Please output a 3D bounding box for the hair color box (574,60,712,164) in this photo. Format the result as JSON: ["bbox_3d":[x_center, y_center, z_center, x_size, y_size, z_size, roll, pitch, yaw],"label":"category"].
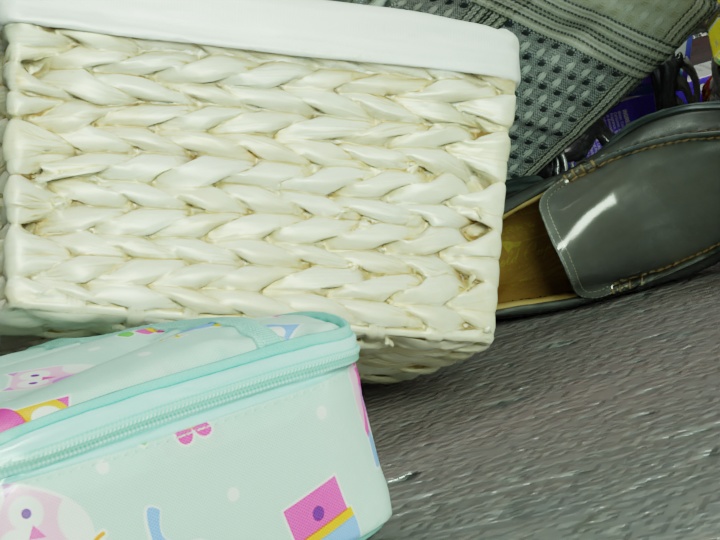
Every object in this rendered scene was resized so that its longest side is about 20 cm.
[{"bbox_3d":[0.176,-0.084,1.160,0.198,0.065,0.109,-18,7,7],"label":"hair color box"}]

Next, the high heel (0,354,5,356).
[{"bbox_3d":[-0.177,0.069,0.768,0.199,0.068,0.096,-32,22,-16],"label":"high heel"}]

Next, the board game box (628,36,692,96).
[{"bbox_3d":[0.090,-0.134,1.106,0.133,0.045,0.200,8,0,-21],"label":"board game box"}]

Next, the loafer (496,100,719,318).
[{"bbox_3d":[0.104,-0.015,0.797,0.199,0.073,0.072,-23,10,39],"label":"loafer"}]

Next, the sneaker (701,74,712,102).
[{"bbox_3d":[0.291,-0.120,1.054,0.198,0.078,0.073,-10,-31,2],"label":"sneaker"}]

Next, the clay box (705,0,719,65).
[{"bbox_3d":[0.216,-0.093,0.851,0.048,0.115,0.200,-51,3,18],"label":"clay box"}]

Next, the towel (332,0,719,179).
[{"bbox_3d":[0.042,-0.090,0.826,0.199,0.035,0.192,18,-48,-44],"label":"towel"}]

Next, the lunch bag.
[{"bbox_3d":[-0.093,0.062,0.560,0.160,0.078,0.199,-19,8,-34],"label":"lunch bag"}]

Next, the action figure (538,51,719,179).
[{"bbox_3d":[0.172,-0.079,0.966,0.199,0.103,0.119,-20,21,-24],"label":"action figure"}]

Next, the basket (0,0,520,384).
[{"bbox_3d":[-0.052,-0.028,0.703,0.198,0.125,0.135,6,-12,-17],"label":"basket"}]
